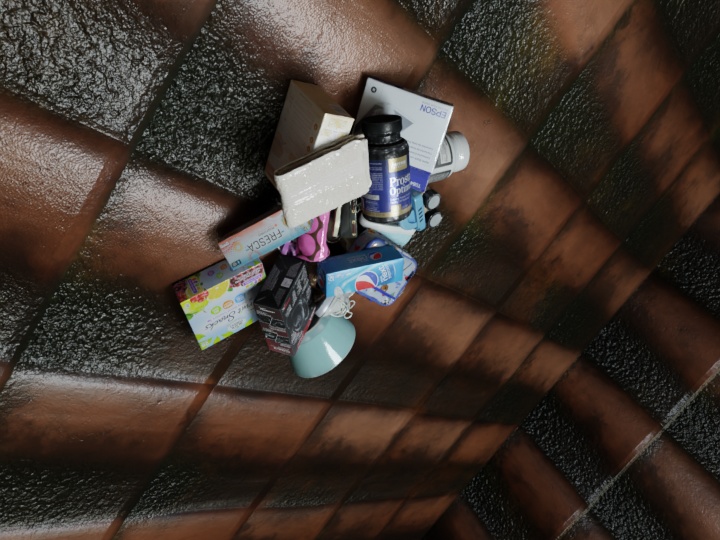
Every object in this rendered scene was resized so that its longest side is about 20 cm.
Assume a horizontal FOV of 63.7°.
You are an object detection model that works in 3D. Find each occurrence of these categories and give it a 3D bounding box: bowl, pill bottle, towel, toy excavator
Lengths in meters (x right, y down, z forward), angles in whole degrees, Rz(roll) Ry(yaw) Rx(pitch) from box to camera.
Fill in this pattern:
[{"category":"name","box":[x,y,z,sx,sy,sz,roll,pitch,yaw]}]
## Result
[{"category":"bowl","box":[-0.120,0.163,1.500,0.199,0.201,0.106,-36,122,-7]},{"category":"pill bottle","box":[0.156,-0.267,1.380,0.195,0.117,0.119,-18,136,-27]},{"category":"towel","box":[-0.066,-0.169,1.101,0.196,0.035,0.135,-29,139,-18]},{"category":"pill bottle","box":[0.049,-0.211,1.203,0.109,0.111,0.206,-18,118,-26]},{"category":"toy excavator","box":[0.095,-0.159,1.436,0.197,0.100,0.197,-32,141,-14]}]

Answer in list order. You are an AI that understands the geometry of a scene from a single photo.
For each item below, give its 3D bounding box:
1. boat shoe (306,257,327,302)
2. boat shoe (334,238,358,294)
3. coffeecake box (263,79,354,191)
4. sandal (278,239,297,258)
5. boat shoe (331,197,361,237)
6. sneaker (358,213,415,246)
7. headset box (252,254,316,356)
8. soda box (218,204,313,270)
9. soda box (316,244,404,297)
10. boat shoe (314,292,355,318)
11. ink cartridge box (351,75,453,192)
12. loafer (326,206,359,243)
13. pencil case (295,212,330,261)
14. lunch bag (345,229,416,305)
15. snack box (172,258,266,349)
[{"category":"boat shoe","box":[-0.106,0.025,1.433,0.070,0.070,0.202,-46,159,-26]},{"category":"boat shoe","box":[-0.008,-0.024,1.504,0.076,0.071,0.203,-39,142,-21]},{"category":"coffeecake box","box":[-0.108,-0.243,1.148,0.071,0.154,0.204,-1,127,-38]},{"category":"sandal","box":[-0.154,-0.054,1.363,0.081,0.050,0.205,-31,141,-13]},{"category":"boat shoe","box":[-0.023,-0.171,1.275,0.061,0.074,0.207,4,112,-7]},{"category":"sneaker","box":[0.063,-0.094,1.493,0.196,0.074,0.083,9,118,-43]},{"category":"headset box","box":[-0.172,0.090,1.373,0.203,0.075,0.151,83,25,-50]},{"category":"soda box","box":[-0.198,-0.081,1.225,0.196,0.064,0.070,-25,109,12]},{"category":"soda box","box":[0.000,0.000,1.343,0.194,0.068,0.066,-12,124,-20]},{"category":"boat shoe","box":[-0.050,0.081,1.447,0.075,0.086,0.202,-47,-177,20]},{"category":"ink cartridge box","box":[0.079,-0.286,1.249,0.194,0.041,0.205,18,116,2]},{"category":"loafer","box":[-0.044,-0.145,1.357,0.071,0.071,0.204,-4,128,-37]},{"category":"pencil case","box":[-0.096,-0.120,1.284,0.090,0.092,0.206,-23,127,-50]},{"category":"lunch bag","box":[0.044,0.001,1.458,0.198,0.076,0.162,30,101,-39]},{"category":"snack box","box":[-0.306,0.065,1.328,0.196,0.068,0.171,-26,140,-18]}]
